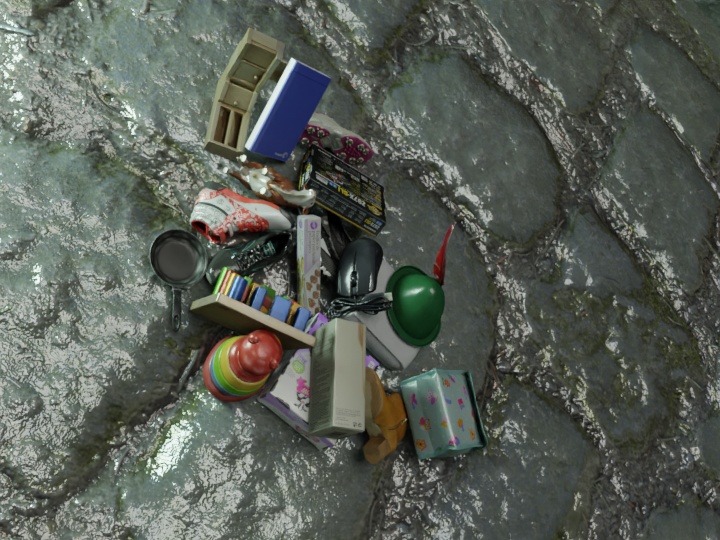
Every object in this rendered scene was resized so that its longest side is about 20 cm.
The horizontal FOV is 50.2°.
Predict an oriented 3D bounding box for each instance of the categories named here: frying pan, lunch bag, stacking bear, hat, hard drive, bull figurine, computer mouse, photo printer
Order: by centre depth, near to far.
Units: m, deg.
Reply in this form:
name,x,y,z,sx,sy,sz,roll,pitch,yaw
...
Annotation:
name,x,y,z,sx,sy,sz,roll,pitch,yaw
stacking bear,-0.203,0.163,1.380,0.113,0.199,0.122,-35,90,-35
frying pan,-0.335,0.014,1.463,0.113,0.031,0.193,-15,83,-34
bull figurine,-0.182,-0.173,1.545,0.121,0.198,0.066,29,86,-58
hat,0.162,0.050,1.558,0.200,0.174,0.167,45,52,-25
computer mouse,0.000,0.000,1.560,0.053,0.136,0.203,65,21,-44
hard drive,-0.148,-0.328,1.596,0.025,0.202,0.131,38,16,26
lunch bag,0.189,0.299,1.609,0.198,0.121,0.174,13,59,-52
photo printer,0.060,0.100,1.623,0.200,0.069,0.168,47,54,-24

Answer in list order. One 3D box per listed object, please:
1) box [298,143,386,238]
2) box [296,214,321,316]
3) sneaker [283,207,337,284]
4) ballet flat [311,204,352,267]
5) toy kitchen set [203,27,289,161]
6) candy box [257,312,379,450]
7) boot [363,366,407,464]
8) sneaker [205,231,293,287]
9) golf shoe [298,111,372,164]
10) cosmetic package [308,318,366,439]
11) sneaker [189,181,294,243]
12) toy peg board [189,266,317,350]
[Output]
name,x,y,z,sx,sy,sz,roll,pitch,yaw
box,-0.036,-0.175,1.662,0.198,0.050,0.161,29,32,-20
box,-0.104,-0.008,1.545,0.038,0.041,0.204,-6,106,-28
sneaker,-0.091,-0.067,1.603,0.090,0.066,0.201,-39,92,-3
ballet flat,-0.040,-0.055,1.650,0.066,0.057,0.202,-36,93,-35
toy kitchen set,-0.202,-0.343,1.578,0.161,0.200,0.184,18,63,-22
candy box,-0.080,0.218,1.510,0.167,0.071,0.201,40,56,-12
boot,0.042,0.266,1.523,0.144,0.069,0.206,-32,118,-61
sneaker,-0.217,-0.032,1.521,0.199,0.079,0.076,-32,95,-34
golf shoe,-0.056,-0.308,1.733,0.197,0.075,0.093,20,43,-32
cosmetic package,-0.042,0.203,1.433,0.070,0.105,0.204,14,66,-27
sneaker,-0.238,-0.092,1.525,0.198,0.067,0.109,22,61,-2
toy peg board,-0.186,0.062,1.415,0.198,0.198,0.099,26,72,-20
